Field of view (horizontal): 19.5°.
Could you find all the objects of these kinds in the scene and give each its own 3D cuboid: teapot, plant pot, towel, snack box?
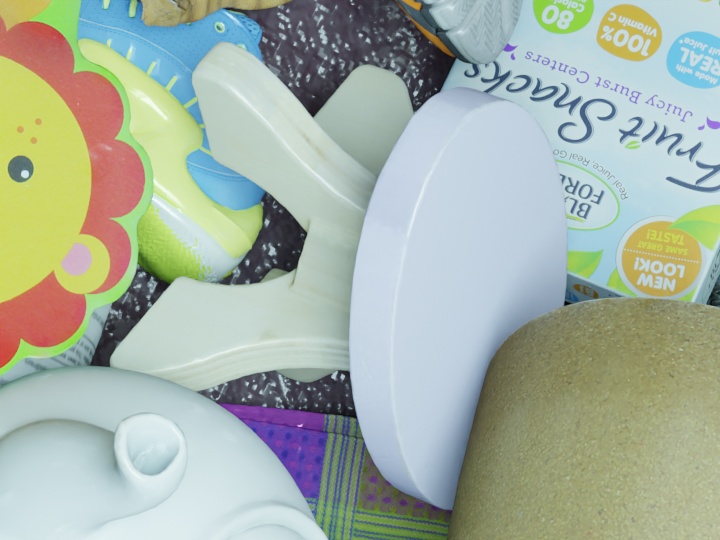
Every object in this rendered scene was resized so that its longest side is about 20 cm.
[{"bbox_3d":[-0.070,0.135,0.741,0.200,0.146,0.198,4,97,-57],"label":"teapot"},{"bbox_3d":[0.099,0.146,0.746,0.186,0.186,0.200,37,54,-16],"label":"plant pot"},{"bbox_3d":[-0.032,0.132,0.904,0.200,0.023,0.144,10,82,-21],"label":"towel"},{"bbox_3d":[0.119,-0.084,0.935,0.142,0.053,0.200,22,76,16],"label":"snack box"}]

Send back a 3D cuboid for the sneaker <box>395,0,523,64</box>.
[{"bbox_3d":[-0.011,-0.162,0.835,0.078,0.112,0.200,-62,139,-29],"label":"sneaker"}]

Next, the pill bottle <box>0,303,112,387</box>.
[{"bbox_3d":[-0.174,0.067,0.800,0.113,0.113,0.200,23,77,-19],"label":"pill bottle"}]

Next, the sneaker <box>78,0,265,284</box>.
[{"bbox_3d":[-0.107,-0.090,0.874,0.200,0.076,0.105,49,58,-19],"label":"sneaker"}]

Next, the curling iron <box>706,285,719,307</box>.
[{"bbox_3d":[0.237,-0.011,0.960,0.200,0.050,0.026,-25,126,-23],"label":"curling iron"}]

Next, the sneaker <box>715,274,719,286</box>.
[{"bbox_3d":[0.266,0.014,1.010,0.200,0.073,0.071,20,81,-20],"label":"sneaker"}]

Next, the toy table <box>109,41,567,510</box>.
[{"bbox_3d":[0.000,0.000,0.831,0.184,0.117,0.200,-44,145,-40],"label":"toy table"}]

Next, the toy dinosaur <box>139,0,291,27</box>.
[{"bbox_3d":[-0.034,-0.139,0.895,0.200,0.060,0.106,-18,74,-40],"label":"toy dinosaur"}]

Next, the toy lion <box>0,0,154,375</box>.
[{"bbox_3d":[-0.166,-0.059,0.722,0.200,0.069,0.192,10,89,-26],"label":"toy lion"}]
